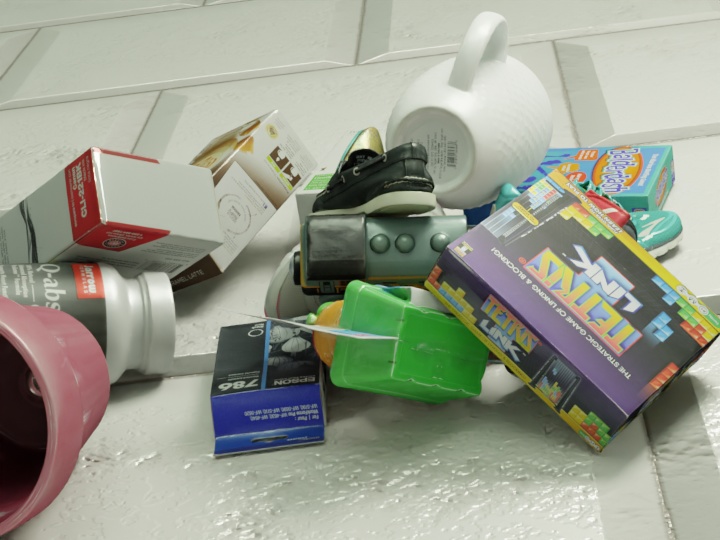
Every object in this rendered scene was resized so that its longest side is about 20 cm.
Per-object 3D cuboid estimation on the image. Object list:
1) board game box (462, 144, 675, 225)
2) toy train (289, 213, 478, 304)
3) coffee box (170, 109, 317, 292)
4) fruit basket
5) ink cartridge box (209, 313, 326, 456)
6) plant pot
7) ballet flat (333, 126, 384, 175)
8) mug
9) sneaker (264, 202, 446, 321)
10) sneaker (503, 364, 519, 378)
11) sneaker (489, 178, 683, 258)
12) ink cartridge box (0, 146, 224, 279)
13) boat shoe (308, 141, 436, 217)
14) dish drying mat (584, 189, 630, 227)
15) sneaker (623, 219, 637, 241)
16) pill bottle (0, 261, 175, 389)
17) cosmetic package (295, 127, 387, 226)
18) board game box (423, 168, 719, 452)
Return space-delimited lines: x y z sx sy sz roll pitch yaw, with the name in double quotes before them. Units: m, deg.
"board game box" 0.224 -0.086 1.909 0.199 0.045 0.152 0 23 20
"toy train" 0.034 -0.009 1.580 0.199 0.086 0.114 0 -14 2
"coffee box" -0.149 -0.071 1.867 0.114 0.080 0.200 -21 22 43
"fruit basket" 0.007 0.051 1.524 0.185 0.094 0.200 14 2 -39
"ink cartridge box" -0.080 0.097 1.580 0.099 0.039 0.200 -7 22 1
"plant pot" -0.299 0.107 1.463 0.199 0.201 0.179 -2 7 17
"ballet flat" -0.009 -0.046 1.770 0.070 0.071 0.201 14 70 44
"mug" 0.106 -0.158 1.774 0.147 0.201 0.175 20 20 16
"sneaker" 0.000 0.000 1.682 0.199 0.082 0.088 -32 21 -2
"sneaker" 0.188 0.039 1.581 0.079 0.074 0.200 -1 23 31
"sneaker" 0.224 -0.049 1.755 0.199 0.080 0.078 0 18 -13
"ink cartridge box" -0.250 -0.030 1.719 0.144 0.084 0.200 9 -30 -43
"boat shoe" 0.008 -0.078 1.608 0.074 0.067 0.199 1 -5 -19
"dish drying mat" 0.153 0.004 1.624 0.200 0.018 0.077 -41 34 -5
"sneaker" 0.167 0.006 1.689 0.199 0.075 0.088 -16 30 12
"pill bottle" -0.276 0.050 1.637 0.199 0.117 0.116 -2 19 -18
"cosmetic package" 0.012 -0.083 1.930 0.107 0.085 0.200 -3 24 17
"board game box" 0.177 0.028 1.470 0.200 0.057 0.165 43 45 13
